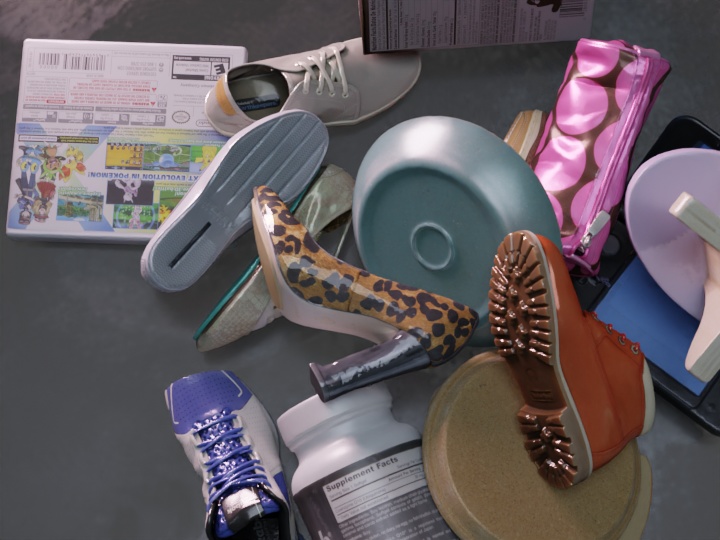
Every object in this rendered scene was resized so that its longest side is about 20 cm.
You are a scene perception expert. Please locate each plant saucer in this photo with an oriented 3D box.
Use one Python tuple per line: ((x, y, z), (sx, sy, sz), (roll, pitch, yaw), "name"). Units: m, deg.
((0.066, -0.024, 1.221), (0.200, 0.200, 0.036), (46, 42, 10), "plant saucer")

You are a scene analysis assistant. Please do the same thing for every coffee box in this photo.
((0.096, -0.260, 1.319), (0.200, 0.080, 0.114), (-3, 52, -1), "coffee box")

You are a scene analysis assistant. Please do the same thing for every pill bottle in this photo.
((0.014, 0.193, 1.211), (0.116, 0.116, 0.200), (-24, 77, -5), "pill bottle")

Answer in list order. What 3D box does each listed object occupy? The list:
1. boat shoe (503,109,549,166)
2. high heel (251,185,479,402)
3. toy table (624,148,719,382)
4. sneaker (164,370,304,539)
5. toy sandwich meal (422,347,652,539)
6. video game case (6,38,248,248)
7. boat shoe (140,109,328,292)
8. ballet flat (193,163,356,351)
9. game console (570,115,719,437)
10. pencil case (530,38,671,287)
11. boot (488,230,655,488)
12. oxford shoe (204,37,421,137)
((0.103, -0.051, 1.296), (0.076, 0.072, 0.200), (17, 76, 19), "boat shoe")
((0.000, 0.000, 1.220), (0.142, 0.071, 0.200), (-19, 66, -13), "high heel")
((0.299, -0.006, 1.157), (0.200, 0.117, 0.184), (25, 100, -6), "toy table")
((-0.093, 0.169, 1.217), (0.081, 0.115, 0.200), (-21, 77, -6), "sneaker")
((0.139, 0.157, 1.222), (0.205, 0.070, 0.205), (5, 68, -14), "toy sandwich meal")
((-0.203, -0.112, 1.332), (0.200, 0.022, 0.182), (2, 77, 0), "video game case")
((-0.114, -0.063, 1.275), (0.200, 0.067, 0.074), (-42, 105, -16), "boat shoe")
((-0.062, -0.002, 1.285), (0.062, 0.067, 0.200), (36, 79, -2), "ballet flat")
((0.283, 0.006, 1.249), (0.200, 0.118, 0.171), (37, 68, 9), "game console")
((0.189, -0.093, 1.234), (0.091, 0.094, 0.200), (19, 85, -11), "pencil case")
((0.166, 0.056, 1.170), (0.107, 0.075, 0.200), (-22, 104, -26), "boot")
((-0.037, -0.162, 1.317), (0.200, 0.058, 0.075), (-15, 76, -15), "oxford shoe")
